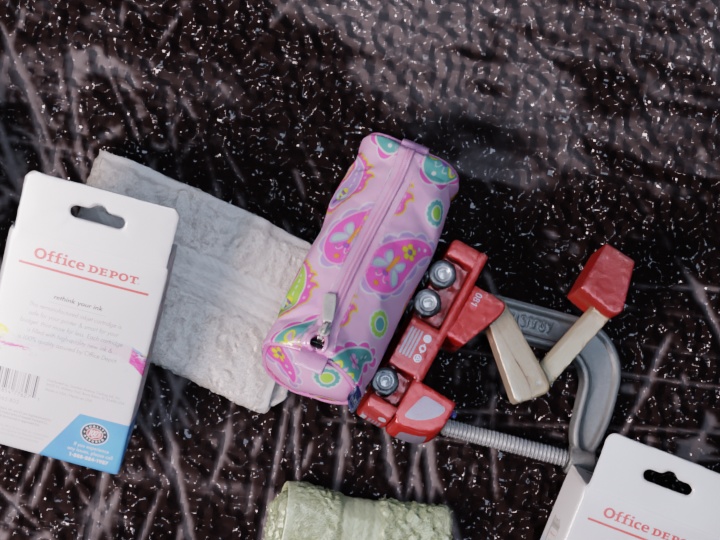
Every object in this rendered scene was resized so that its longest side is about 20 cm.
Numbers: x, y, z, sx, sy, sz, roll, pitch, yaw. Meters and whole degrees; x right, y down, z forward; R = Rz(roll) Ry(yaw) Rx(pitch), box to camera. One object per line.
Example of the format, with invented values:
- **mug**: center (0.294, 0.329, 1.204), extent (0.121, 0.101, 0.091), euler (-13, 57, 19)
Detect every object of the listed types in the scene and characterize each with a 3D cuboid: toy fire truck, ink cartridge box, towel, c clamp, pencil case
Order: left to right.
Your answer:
- **ink cartridge box**: center (-0.199, 0.029, 1.540), extent (0.115, 0.068, 0.201), euler (15, 106, -2)
- **towel**: center (-0.126, 0.010, 1.601), extent (0.199, 0.034, 0.133), euler (24, 85, -7)
- **towel**: center (-0.008, 0.263, 1.611), extent (0.148, 0.036, 0.201), euler (10, 88, -8)
- **pencil case**: center (0.000, 0.000, 1.568), extent (0.087, 0.087, 0.200), euler (30, 66, -6)
- **toy fire truck**: center (0.100, 0.051, 1.603), extent (0.141, 0.049, 0.200), euler (29, 78, -3)
- **c clamp**: center (0.114, 0.106, 1.635), extent (0.199, 0.027, 0.171), euler (20, 86, -7)
- **ink cartridge box**: center (0.191, 0.223, 1.610), extent (0.116, 0.068, 0.201), euler (21, 96, -7)
